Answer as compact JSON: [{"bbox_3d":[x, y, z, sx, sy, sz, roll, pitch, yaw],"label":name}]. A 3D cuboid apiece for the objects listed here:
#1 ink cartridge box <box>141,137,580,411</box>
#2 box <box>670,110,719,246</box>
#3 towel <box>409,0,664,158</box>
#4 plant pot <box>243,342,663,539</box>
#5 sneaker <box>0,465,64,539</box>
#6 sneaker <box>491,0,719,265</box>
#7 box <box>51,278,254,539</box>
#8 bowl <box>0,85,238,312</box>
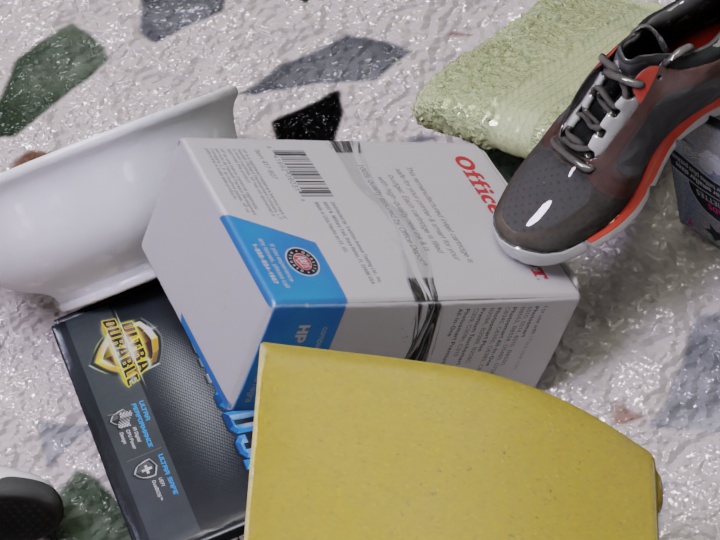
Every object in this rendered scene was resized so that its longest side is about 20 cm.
[{"bbox_3d":[0.000,0.000,1.413,0.200,0.084,0.146,0,40,-31],"label":"ink cartridge box"},{"bbox_3d":[0.288,-0.053,1.426,0.132,0.115,0.200,-40,51,-20],"label":"box"},{"bbox_3d":[0.138,-0.119,1.540,0.148,0.037,0.200,21,38,31],"label":"towel"},{"bbox_3d":[0.050,0.166,1.245,0.200,0.196,0.194,-1,49,4],"label":"plant pot"},{"bbox_3d":[-0.265,0.107,1.453,0.201,0.067,0.108,-7,50,12],"label":"sneaker"},{"bbox_3d":[0.140,-0.092,1.382,0.200,0.082,0.077,-46,54,-1],"label":"sneaker"},{"bbox_3d":[-0.075,0.080,1.443,0.159,0.046,0.200,-21,47,-6],"label":"box"},{"bbox_3d":[-0.151,-0.034,1.508,0.201,0.090,0.201,-22,4,2],"label":"bowl"}]
